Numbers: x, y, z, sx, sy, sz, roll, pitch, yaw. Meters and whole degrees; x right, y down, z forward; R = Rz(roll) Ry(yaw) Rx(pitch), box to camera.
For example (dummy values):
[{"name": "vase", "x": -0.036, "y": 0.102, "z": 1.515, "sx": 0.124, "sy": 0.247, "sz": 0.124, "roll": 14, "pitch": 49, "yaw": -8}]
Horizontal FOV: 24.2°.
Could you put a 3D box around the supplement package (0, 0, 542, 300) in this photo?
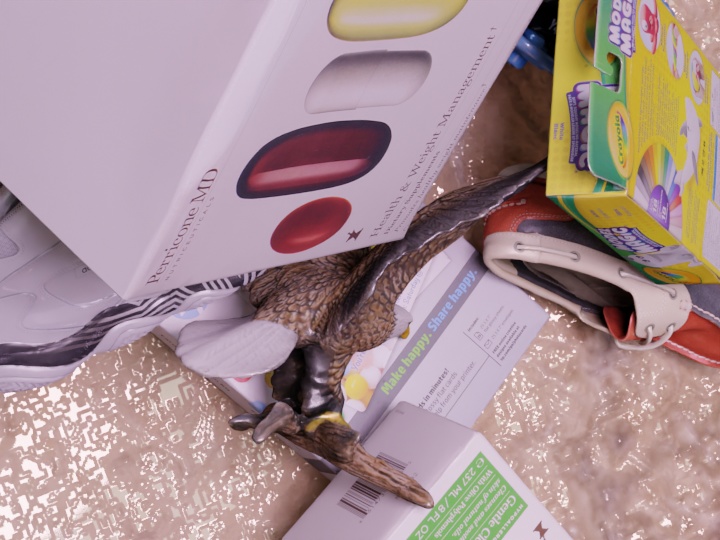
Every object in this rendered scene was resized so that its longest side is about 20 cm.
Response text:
[{"name": "supplement package", "x": -0.042, "y": -0.116, "z": 0.714, "sx": 0.147, "sy": 0.191, "sz": 0.200, "roll": 42, "pitch": 30, "yaw": 23}]

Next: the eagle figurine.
[{"name": "eagle figurine", "x": 0.001, "y": 0.001, "z": 0.875, "sx": 0.152, "sy": 0.151, "sz": 0.200, "roll": 21, "pitch": 89, "yaw": -2}]

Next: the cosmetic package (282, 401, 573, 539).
[{"name": "cosmetic package", "x": 0.066, "y": 0.179, "z": 0.917, "sx": 0.108, "sy": 0.085, "sz": 0.200, "roll": -49, "pitch": 117, "yaw": -14}]

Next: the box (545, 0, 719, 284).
[{"name": "box", "x": 0.146, "y": -0.071, "z": 0.874, "sx": 0.200, "sy": 0.048, "sz": 0.117, "roll": 32, "pitch": 61, "yaw": -60}]

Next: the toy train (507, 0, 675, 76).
[{"name": "toy train", "x": 0.090, "y": -0.165, "z": 0.927, "sx": 0.087, "sy": 0.114, "sz": 0.200, "roll": -52, "pitch": 139, "yaw": 10}]

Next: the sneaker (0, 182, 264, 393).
[{"name": "sneaker", "x": -0.115, "y": -0.031, "z": 0.799, "sx": 0.200, "sy": 0.075, "sz": 0.115, "roll": -31, "pitch": 138, "yaw": -15}]

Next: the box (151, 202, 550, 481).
[{"name": "box", "x": -0.012, "y": 0.022, "z": 0.953, "sx": 0.200, "sy": 0.041, "sz": 0.156, "roll": 41, "pitch": 73, "yaw": -11}]

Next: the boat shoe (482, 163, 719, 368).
[{"name": "boat shoe", "x": 0.152, "y": 0.012, "z": 0.983, "sx": 0.200, "sy": 0.071, "sz": 0.063, "roll": 31, "pitch": 53, "yaw": -24}]
